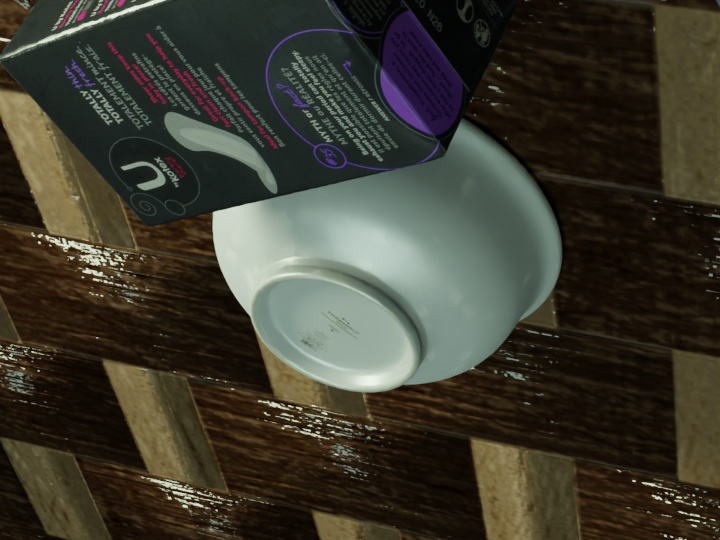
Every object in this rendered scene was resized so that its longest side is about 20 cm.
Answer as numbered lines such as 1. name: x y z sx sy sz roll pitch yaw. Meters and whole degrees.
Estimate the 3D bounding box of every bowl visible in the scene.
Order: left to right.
1. bowl: 0.000 0.000 1.056 0.199 0.091 0.202 16 143 12

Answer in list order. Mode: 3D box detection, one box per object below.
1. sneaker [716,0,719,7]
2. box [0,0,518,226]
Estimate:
1. sneaker: 0.183 -0.132 0.742 0.109 0.070 0.200 51 166 -16
2. box: -0.048 -0.111 0.924 0.199 0.107 0.122 -11 130 40
